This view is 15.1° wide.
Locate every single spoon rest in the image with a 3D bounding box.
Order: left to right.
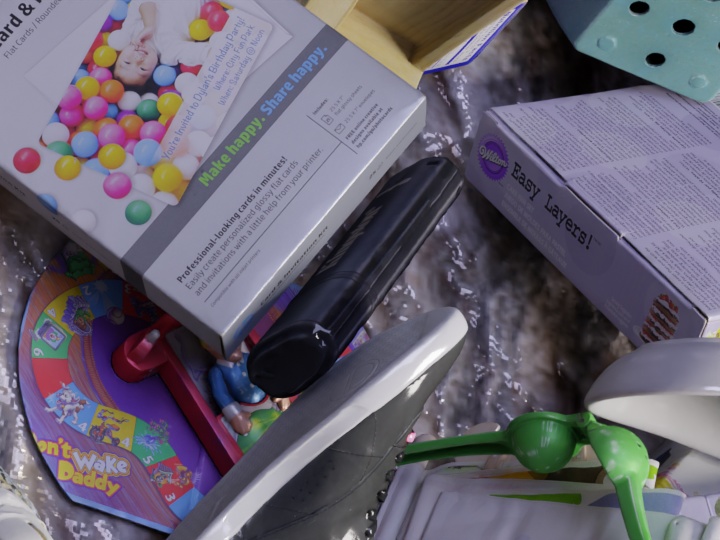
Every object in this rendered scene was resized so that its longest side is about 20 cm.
[{"bbox_3d":[0.189,0.068,1.304,0.200,0.099,0.061,7,78,-47],"label":"spoon rest"}]

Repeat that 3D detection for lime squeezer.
[{"bbox_3d":[0.092,0.099,1.274,0.038,0.200,0.071,33,83,-45],"label":"lime squeezer"}]

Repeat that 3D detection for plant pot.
[{"bbox_3d":[0.175,-0.204,1.504,0.141,0.141,0.200,21,46,-19],"label":"plant pot"}]

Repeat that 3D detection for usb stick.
[{"bbox_3d":[0.000,0.000,1.333,0.033,0.055,0.200,47,35,-6],"label":"usb stick"}]

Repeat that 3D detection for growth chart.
[{"bbox_3d":[0.082,0.134,1.275,0.145,0.200,0.018,-56,136,-32],"label":"growth chart"}]

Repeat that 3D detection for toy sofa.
[{"bbox_3d":[0.050,-0.169,1.302,0.083,0.200,0.098,30,62,-17],"label":"toy sofa"}]

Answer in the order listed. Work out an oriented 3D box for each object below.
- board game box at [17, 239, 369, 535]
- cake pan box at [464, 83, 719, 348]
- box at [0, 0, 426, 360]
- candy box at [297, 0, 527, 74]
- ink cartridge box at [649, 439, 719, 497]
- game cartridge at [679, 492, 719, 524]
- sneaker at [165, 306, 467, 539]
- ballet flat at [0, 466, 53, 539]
[{"bbox_3d":[-0.065,0.053,1.303,0.200,0.039,0.158,21,55,-19],"label":"board game box"},{"bbox_3d":[0.180,-0.030,1.438,0.184,0.052,0.200,-10,43,-39],"label":"cake pan box"},{"bbox_3d":[-0.093,-0.078,1.295,0.200,0.041,0.156,37,74,13],"label":"box"},{"bbox_3d":[-0.033,-0.181,1.430,0.200,0.077,0.169,-15,74,-36],"label":"candy box"},{"bbox_3d":[0.182,0.164,1.359,0.145,0.088,0.200,49,53,1],"label":"ink cartridge box"},{"bbox_3d":[0.220,0.198,1.290,0.130,0.038,0.200,-6,70,-29],"label":"game cartridge"},{"bbox_3d":[-0.004,0.111,1.254,0.200,0.071,0.099,-45,102,-3],"label":"sneaker"},{"bbox_3d":[-0.148,0.151,1.183,0.072,0.072,0.200,-10,70,-34],"label":"ballet flat"}]
